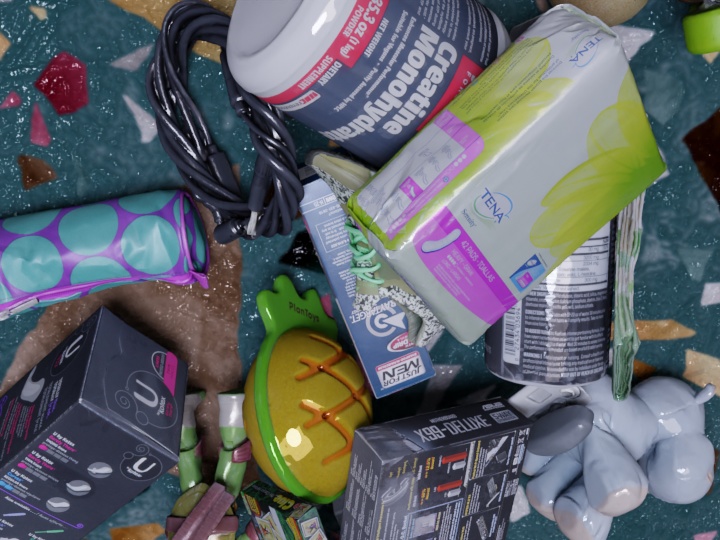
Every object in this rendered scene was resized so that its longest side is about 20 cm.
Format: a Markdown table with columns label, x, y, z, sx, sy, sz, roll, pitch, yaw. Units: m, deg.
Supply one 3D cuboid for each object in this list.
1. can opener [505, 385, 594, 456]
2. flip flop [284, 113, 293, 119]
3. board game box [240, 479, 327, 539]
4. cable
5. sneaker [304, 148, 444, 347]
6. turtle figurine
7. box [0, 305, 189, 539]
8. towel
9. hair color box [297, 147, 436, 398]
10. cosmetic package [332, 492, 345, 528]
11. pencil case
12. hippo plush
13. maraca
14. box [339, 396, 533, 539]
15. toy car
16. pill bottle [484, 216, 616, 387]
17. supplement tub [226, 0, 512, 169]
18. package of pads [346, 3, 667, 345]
| label | x | y | z | sx | sy | sz | roll | pitch | yaw |
| --- | --- | --- | --- | --- | --- | --- | --- | --- | --- |
| can opener | 0.138 | 0.152 | 0.790 | 0.052 | 0.067 | 0.200 | 29 | 142 | -10 |
| flip flop | 0.017 | -0.187 | 0.720 | 0.199 | 0.081 | 0.058 | -36 | 122 | 1 |
| board game box | -0.039 | 0.279 | 0.718 | 0.023 | 0.104 | 0.202 | -26 | 104 | -33 |
| cable | -0.113 | -0.119 | 0.688 | 0.050 | 0.163 | 0.202 | -21 | 102 | -33 |
| sneaker | 0.019 | -0.011 | 0.663 | 0.089 | 0.077 | 0.200 | -48 | 114 | -7 |
| turtle figurine | -0.120 | 0.211 | 0.813 | 0.198 | 0.143 | 0.196 | -2 | 86 | -34 |
| box | -0.255 | 0.150 | 0.743 | 0.200 | 0.123 | 0.106 | -39 | 121 | 20 |
| towel | 0.225 | -0.008 | 0.713 | 0.023 | 0.153 | 0.202 | 3 | 67 | 16 |
| hair color box | 0.000 | 0.000 | 0.757 | 0.060 | 0.100 | 0.202 | -22 | 108 | 1 |
| cosmetic package | 0.048 | 0.288 | 0.867 | 0.101 | 0.074 | 0.202 | -19 | 110 | 1 |
| pencil case | -0.234 | -0.012 | 0.736 | 0.198 | 0.085 | 0.093 | -12 | 64 | -1 |
| hippo plush | 0.250 | 0.160 | 0.830 | 0.159 | 0.159 | 0.202 | 2 | 65 | -24 |
| maraca | -0.048 | 0.102 | 0.747 | 0.106 | 0.202 | 0.137 | -20 | 152 | 25 |
| box | 0.060 | 0.221 | 0.744 | 0.156 | 0.050 | 0.202 | -7 | 116 | -30 |
| toy car | 0.209 | -0.253 | 0.702 | 0.198 | 0.158 | 0.166 | -9 | 107 | 28 |
| pill bottle | 0.158 | -0.013 | 0.709 | 0.105 | 0.106 | 0.202 | 0 | 100 | -5 |
| supplement tub | 0.019 | -0.151 | 0.607 | 0.199 | 0.140 | 0.141 | 25 | 105 | -34 |
| package of pads | 0.102 | -0.060 | 0.578 | 0.200 | 0.068 | 0.155 | -42 | 140 | 2 |
